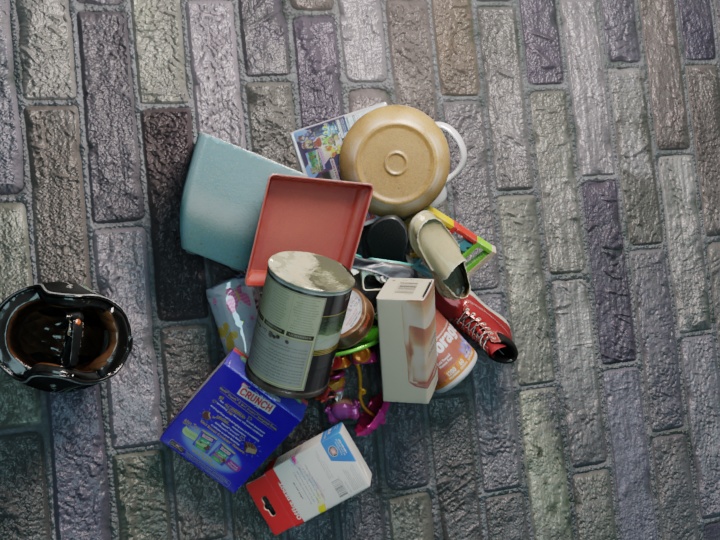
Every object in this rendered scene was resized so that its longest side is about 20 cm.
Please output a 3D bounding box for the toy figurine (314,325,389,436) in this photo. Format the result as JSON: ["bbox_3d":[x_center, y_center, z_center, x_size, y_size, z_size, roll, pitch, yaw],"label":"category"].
[{"bbox_3d":[-0.026,0.219,1.501,0.199,0.150,0.185,-13,100,7],"label":"toy figurine"}]

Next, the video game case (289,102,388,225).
[{"bbox_3d":[-0.011,-0.179,1.459,0.181,0.023,0.201,-17,101,2],"label":"video game case"}]

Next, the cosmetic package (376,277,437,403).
[{"bbox_3d":[0.085,0.123,1.435,0.087,0.103,0.201,2,112,15],"label":"cosmetic package"}]

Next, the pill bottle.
[{"bbox_3d":[0.120,0.127,1.544,0.112,0.112,0.200,-45,98,-14],"label":"pill bottle"}]

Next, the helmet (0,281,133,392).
[{"bbox_3d":[-0.496,0.109,1.334,0.200,0.190,0.201,0,90,-54],"label":"helmet"}]

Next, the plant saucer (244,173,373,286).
[{"bbox_3d":[-0.092,-0.067,1.373,0.199,0.037,0.201,2,116,-32],"label":"plant saucer"}]

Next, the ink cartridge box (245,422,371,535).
[{"bbox_3d":[-0.093,0.378,1.469,0.199,0.067,0.117,-29,94,6],"label":"ink cartridge box"}]

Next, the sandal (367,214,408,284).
[{"bbox_3d":[0.056,-0.042,1.520,0.075,0.201,0.048,2,52,9],"label":"sandal"}]

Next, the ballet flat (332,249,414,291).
[{"bbox_3d":[0.000,0.000,1.480,0.199,0.073,0.073,14,82,-9],"label":"ballet flat"}]

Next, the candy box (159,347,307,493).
[{"bbox_3d":[-0.220,0.261,1.413,0.169,0.077,0.200,39,109,-10],"label":"candy box"}]

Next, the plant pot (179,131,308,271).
[{"bbox_3d":[-0.227,-0.113,1.434,0.195,0.196,0.201,20,93,-13],"label":"plant pot"}]

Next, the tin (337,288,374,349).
[{"bbox_3d":[-0.065,0.069,1.466,0.112,0.199,0.042,-56,141,-20],"label":"tin"}]

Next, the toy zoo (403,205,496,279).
[{"bbox_3d":[0.142,-0.047,1.549,0.200,0.131,0.021,30,36,-23],"label":"toy zoo"}]

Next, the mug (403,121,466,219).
[{"bbox_3d":[0.106,-0.203,1.532,0.199,0.148,0.176,-25,99,26],"label":"mug"}]

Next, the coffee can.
[{"bbox_3d":[-0.101,0.089,1.340,0.146,0.146,0.201,9,113,-15],"label":"coffee can"}]

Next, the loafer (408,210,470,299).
[{"bbox_3d":[0.155,-0.025,1.485,0.076,0.068,0.200,-42,123,-15],"label":"loafer"}]

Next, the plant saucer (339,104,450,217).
[{"bbox_3d":[0.061,-0.190,1.429,0.199,0.035,0.201,0,101,-1],"label":"plant saucer"}]

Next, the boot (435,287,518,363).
[{"bbox_3d":[0.214,0.100,1.552,0.199,0.144,0.073,31,108,-11],"label":"boot"}]

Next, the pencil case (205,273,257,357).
[{"bbox_3d":[-0.213,0.109,1.469,0.091,0.083,0.201,-16,89,-55],"label":"pencil case"}]
